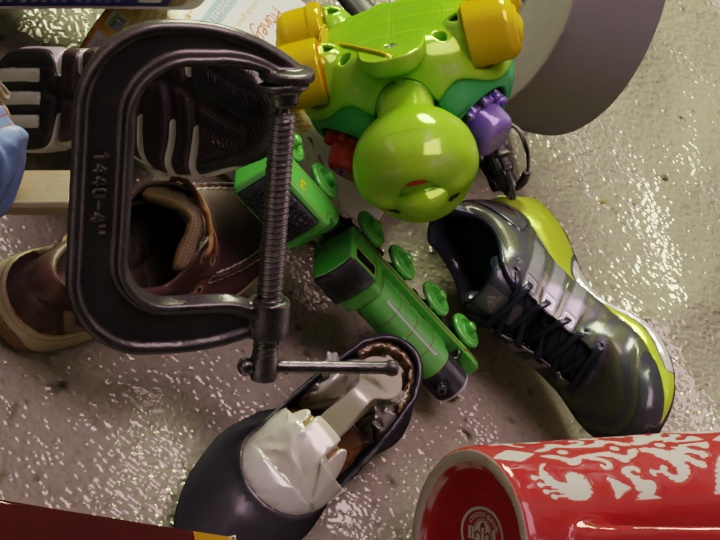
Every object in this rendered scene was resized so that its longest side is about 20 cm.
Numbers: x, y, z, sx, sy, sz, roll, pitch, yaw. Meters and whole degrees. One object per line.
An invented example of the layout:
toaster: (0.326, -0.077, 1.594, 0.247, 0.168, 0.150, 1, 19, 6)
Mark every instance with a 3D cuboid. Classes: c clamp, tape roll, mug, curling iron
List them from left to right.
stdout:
c clamp: (-0.065, -0.032, 1.256, 0.170, 0.201, 0.027, -7, 23, -14)
curling iron: (0.041, -0.118, 1.517, 0.026, 0.050, 0.200, -25, 58, -23)
tape roll: (0.111, -0.188, 1.574, 0.066, 0.200, 0.201, 10, 47, -30)
mug: (0.148, 0.135, 1.323, 0.200, 0.178, 0.134, 3, 57, -31)

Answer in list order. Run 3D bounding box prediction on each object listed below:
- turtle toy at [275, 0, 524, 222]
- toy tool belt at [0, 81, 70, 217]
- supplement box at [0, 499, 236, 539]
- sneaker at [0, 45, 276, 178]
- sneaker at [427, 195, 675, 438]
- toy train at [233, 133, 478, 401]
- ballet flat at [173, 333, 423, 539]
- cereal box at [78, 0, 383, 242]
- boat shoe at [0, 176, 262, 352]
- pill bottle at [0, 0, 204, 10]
turtle toy: (0.027, -0.095, 1.401, 0.200, 0.145, 0.101, -84, 160, -68)
toy tool belt: (-0.225, -0.022, 1.212, 0.123, 0.125, 0.200, 31, 39, 3)
supplement box: (-0.153, 0.210, 1.035, 0.200, 0.133, 0.198, 13, 45, -29)
sneaker: (-0.094, -0.092, 1.356, 0.200, 0.076, 0.115, 10, 7, 38)
sneaker: (0.103, 0.031, 1.446, 0.081, 0.074, 0.200, 5, 35, -45)
toy train: (0.000, 0.000, 1.382, 0.200, 0.042, 0.056, 47, 24, -27)
ballet flat: (-0.025, 0.088, 1.306, 0.073, 0.073, 0.200, 45, 39, 6)
cereal box: (-0.057, -0.110, 1.493, 0.200, 0.040, 0.144, 36, 39, -5)
boat shoe: (-0.103, -0.012, 1.326, 0.200, 0.072, 0.072, -16, 78, -45)
pill bottle: (-0.185, -0.204, 1.394, 0.199, 0.120, 0.120, -2, 52, -16)
